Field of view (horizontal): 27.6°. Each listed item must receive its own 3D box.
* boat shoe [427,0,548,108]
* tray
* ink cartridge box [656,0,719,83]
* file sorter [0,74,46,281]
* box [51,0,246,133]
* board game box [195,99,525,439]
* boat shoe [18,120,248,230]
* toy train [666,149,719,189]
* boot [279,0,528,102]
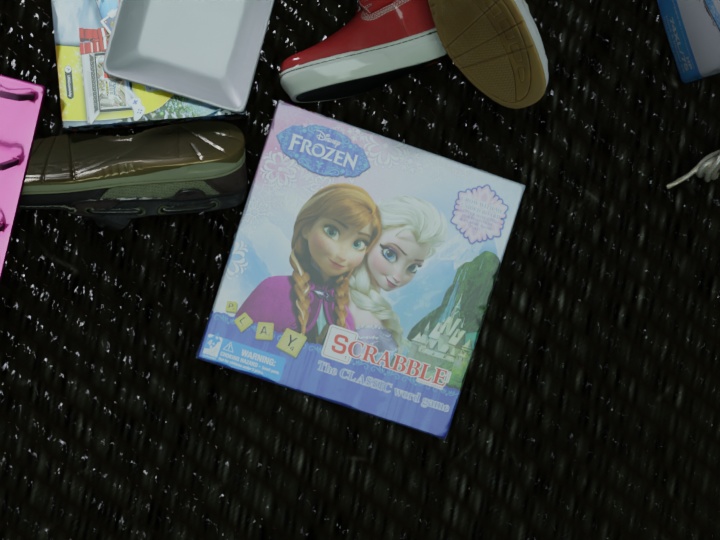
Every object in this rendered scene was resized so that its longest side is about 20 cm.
[{"bbox_3d":[0.080,-0.211,1.034,0.201,0.070,0.069,57,41,-16],"label":"boat shoe"},{"bbox_3d":[-0.109,-0.223,1.055,0.106,0.022,0.202,15,88,-6],"label":"tray"},{"bbox_3d":[0.308,-0.234,1.048,0.145,0.200,0.148,-17,92,-5],"label":"ink cartridge box"},{"bbox_3d":[-0.301,-0.039,0.954,0.137,0.125,0.202,14,95,-8],"label":"file sorter"},{"bbox_3d":[-0.160,-0.208,1.080,0.135,0.038,0.203,-5,91,-7],"label":"box"},{"bbox_3d":[0.000,0.000,1.096,0.198,0.041,0.202,17,88,-6],"label":"board game box"},{"bbox_3d":[-0.178,-0.060,1.063,0.198,0.072,0.067,-7,124,2],"label":"boat shoe"},{"bbox_3d":[0.336,-0.076,1.117,0.199,0.085,0.116,-36,107,-5],"label":"toy train"},{"bbox_3d":[0.014,-0.215,1.084,0.198,0.072,0.146,-23,92,-14],"label":"boot"}]
